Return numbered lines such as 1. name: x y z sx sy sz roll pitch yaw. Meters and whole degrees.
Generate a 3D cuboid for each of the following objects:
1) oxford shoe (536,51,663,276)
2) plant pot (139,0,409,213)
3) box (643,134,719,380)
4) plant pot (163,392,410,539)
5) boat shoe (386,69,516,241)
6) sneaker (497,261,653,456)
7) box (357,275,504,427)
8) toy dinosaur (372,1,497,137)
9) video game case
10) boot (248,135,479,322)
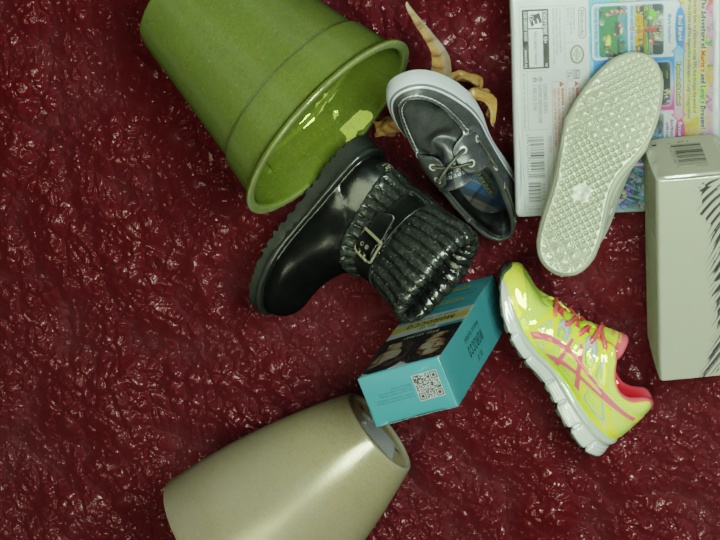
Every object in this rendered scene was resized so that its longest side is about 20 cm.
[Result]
1. oxford shoe: 0.202 -0.092 1.607 0.075 0.058 0.202 21 94 8
2. plant pot: -0.090 -0.189 1.667 0.190 0.200 0.200 45 117 12
3. box: 0.284 -0.010 1.625 0.068 0.082 0.202 -5 120 2
4. plant pot: -0.054 0.217 1.809 0.200 0.187 0.188 -39 94 12
5. boat shoe: 0.084 -0.094 1.638 0.069 0.067 0.200 -19 138 17
6. sneaker: 0.197 0.067 1.717 0.090 0.078 0.201 -31 103 18
7. box: 0.069 0.070 1.684 0.082 0.200 0.050 -16 104 23
8. toy dinosaur: 0.066 -0.156 1.641 0.105 0.061 0.200 -4 155 -19
9. video game case: 0.222 -0.148 1.625 0.180 0.024 0.202 -3 109 2
10. boot: -0.001 0.000 1.725 0.158 0.079 0.212 46 118 19
